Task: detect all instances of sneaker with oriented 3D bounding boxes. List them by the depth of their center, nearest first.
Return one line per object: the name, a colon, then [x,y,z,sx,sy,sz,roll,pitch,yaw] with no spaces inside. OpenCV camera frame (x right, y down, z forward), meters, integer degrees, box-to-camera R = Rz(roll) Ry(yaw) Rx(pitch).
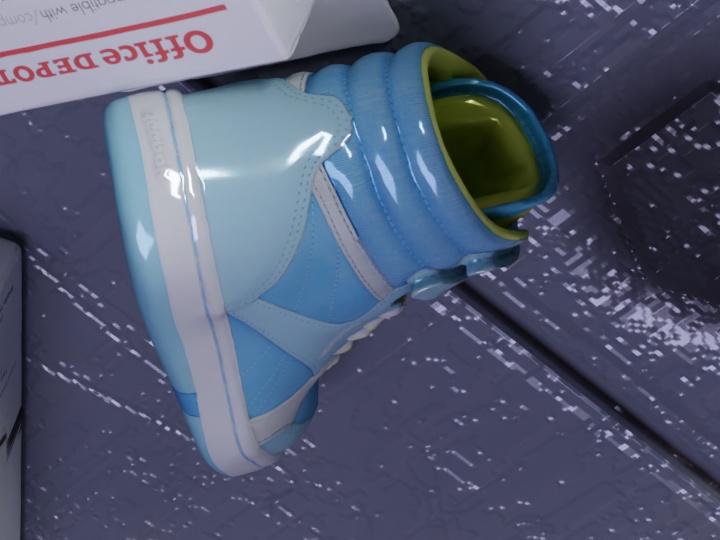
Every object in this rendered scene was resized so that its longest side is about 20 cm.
sneaker: [0.000,0.000,0.802,0.129,0.080,0.200,-14,157,0]

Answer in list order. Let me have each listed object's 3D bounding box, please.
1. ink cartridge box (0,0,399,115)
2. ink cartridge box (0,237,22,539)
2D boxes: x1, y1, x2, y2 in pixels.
ink cartridge box: [-0.081,-0.115,0.725,0.115,0.067,0.201,-8,129,29]
ink cartridge box: [-0.204,0.066,0.944,0.145,0.085,0.201,16,138,6]
